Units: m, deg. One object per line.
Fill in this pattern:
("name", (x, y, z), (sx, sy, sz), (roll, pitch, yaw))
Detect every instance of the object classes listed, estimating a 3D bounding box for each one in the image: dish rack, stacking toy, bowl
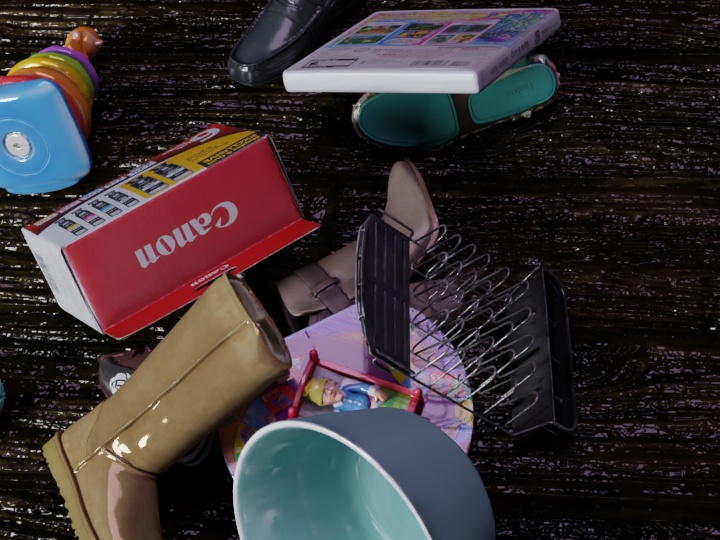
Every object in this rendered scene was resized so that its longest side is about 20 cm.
("dish rack", (0.079, 0.037, 1.225), (0.054, 0.199, 0.154), (-35, 39, 34))
("stacking toy", (-0.289, -0.172, 1.512), (0.115, 0.110, 0.201), (-6, 36, 18))
("bowl", (0.017, 0.177, 1.115), (0.200, 0.202, 0.105), (32, 39, 30))

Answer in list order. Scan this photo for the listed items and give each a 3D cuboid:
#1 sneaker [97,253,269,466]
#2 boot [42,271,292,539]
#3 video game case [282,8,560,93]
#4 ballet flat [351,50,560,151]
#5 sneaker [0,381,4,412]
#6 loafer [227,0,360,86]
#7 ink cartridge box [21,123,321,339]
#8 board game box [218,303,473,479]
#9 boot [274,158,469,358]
("sneaker", (-0.152, 0.059, 1.300), (0.114, 0.076, 0.201), (7, 51, 18))
("boot", (-0.130, 0.125, 1.181), (0.200, 0.066, 0.176), (-40, 61, 8))
("video game case", (0.058, -0.201, 1.459), (0.198, 0.024, 0.182), (4, 27, 31))
("ballet flat", (0.086, -0.155, 1.467), (0.198, 0.076, 0.064), (-11, 17, -8))
("sneaker", (-0.381, 0.139, 1.276), (0.200, 0.078, 0.091), (-39, 39, -28))
("loafer", (-0.062, -0.257, 1.561), (0.068, 0.071, 0.201), (26, 57, 27))
("ink cartridge box", (-0.157, -0.036, 1.325), (0.199, 0.084, 0.175), (-31, 20, -19))
("board game box", (-0.011, 0.106, 1.218), (0.199, 0.039, 0.159), (-25, 71, -6))
("boot", (0.000, 0.000, 1.331), (0.145, 0.071, 0.201), (-15, 50, -5))
